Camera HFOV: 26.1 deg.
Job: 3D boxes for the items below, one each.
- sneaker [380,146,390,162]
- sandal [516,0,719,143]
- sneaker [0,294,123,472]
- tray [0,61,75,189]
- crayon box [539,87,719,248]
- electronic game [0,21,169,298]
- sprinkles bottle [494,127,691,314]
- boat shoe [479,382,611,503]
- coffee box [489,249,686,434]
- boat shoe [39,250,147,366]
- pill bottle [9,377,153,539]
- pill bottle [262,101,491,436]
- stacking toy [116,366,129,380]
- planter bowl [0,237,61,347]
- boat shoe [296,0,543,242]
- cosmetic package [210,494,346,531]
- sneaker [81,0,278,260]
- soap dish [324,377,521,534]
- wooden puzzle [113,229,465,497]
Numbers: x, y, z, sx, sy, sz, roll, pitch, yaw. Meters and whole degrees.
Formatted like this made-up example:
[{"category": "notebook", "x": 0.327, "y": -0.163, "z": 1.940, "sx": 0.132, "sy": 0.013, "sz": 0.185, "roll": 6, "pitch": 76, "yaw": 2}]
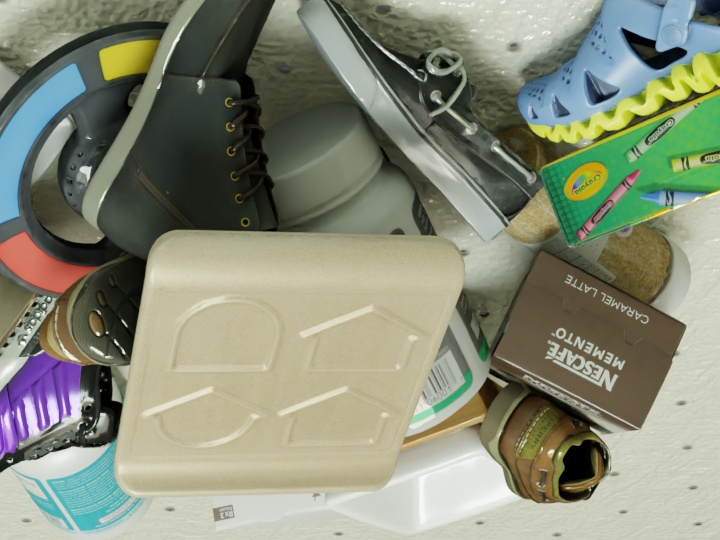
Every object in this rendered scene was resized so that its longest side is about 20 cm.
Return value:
[{"category": "sneaker", "x": 0.005, "y": -0.016, "z": 1.123, "sx": 0.075, "sy": 0.088, "sz": 0.202, "roll": -1, "pitch": 123, "yaw": 10}, {"category": "sandal", "x": 0.174, "y": -0.142, "z": 0.944, "sx": 0.199, "sy": 0.080, "sz": 0.088, "roll": -22, "pitch": 106, "yaw": 39}, {"category": "sneaker", "x": -0.216, "y": 0.100, "z": 1.061, "sx": 0.099, "sy": 0.070, "sz": 0.201, "roll": 35, "pitch": 96, "yaw": -6}, {"category": "tray", "x": -0.277, "y": -0.045, "z": 0.968, "sx": 0.107, "sy": 0.201, "sz": 0.022, "roll": 40, "pitch": 170, "yaw": -29}, {"category": "crayon box", "x": 0.225, "y": -0.083, "z": 0.982, "sx": 0.198, "sy": 0.059, "sz": 0.119, "roll": -23, "pitch": -179, "yaw": 28}, {"category": "electronic game", "x": -0.152, "y": -0.065, "z": 0.982, "sx": 0.198, "sy": 0.042, "sz": 0.202, "roll": -23, "pitch": 137, "yaw": -23}, {"category": "sprinkles bottle", "x": 0.157, "y": -0.028, "z": 1.106, "sx": 0.068, "sy": 0.069, "sz": 0.199, "roll": -26, "pitch": 140, "yaw": 33}, {"category": "boat shoe", "x": 0.147, "y": 0.144, "z": 1.147, "sx": 0.068, "sy": 0.072, "sz": 0.200, "roll": 29, "pitch": 177, "yaw": 28}, {"category": "coffee box", "x": 0.155, "y": 0.057, "z": 1.120, "sx": 0.113, "sy": 0.080, "sz": 0.200, "roll": 26, "pitch": 175, "yaw": 6}, {"category": "boat shoe", "x": -0.126, "y": 0.008, "z": 1.001, "sx": 0.073, "sy": 0.077, "sz": 0.199, "roll": -16, "pitch": -176, "yaw": 41}, {"category": "pill bottle", "x": -0.242, "y": 0.140, "z": 1.302, "sx": 0.109, "sy": 0.112, "sz": 0.201, "roll": -5, "pitch": 147, "yaw": 5}, {"category": "pill bottle", "x": 0.000, "y": 0.000, "z": 1.013, "sx": 0.112, "sy": 0.114, "sz": 0.201, "roll": -16, "pitch": 117, "yaw": 21}, {"category": "stacking toy", "x": -0.120, "y": 0.047, "z": 1.188, "sx": 0.144, "sy": 0.148, "sz": 0.200, "roll": 1, "pitch": 166, "yaw": -5}, {"category": "planter bowl", "x": -0.311, "y": 0.026, "z": 1.073, "sx": 0.134, "sy": 0.201, "sz": 0.200, "roll": 36, "pitch": 138, "yaw": -8}, {"category": "boat shoe", "x": 0.043, "y": -0.105, "z": 0.968, "sx": 0.068, "sy": 0.074, "sz": 0.199, "roll": -42, "pitch": 110, "yaw": 5}, {"category": "cosmetic package", "x": -0.039, "y": 0.171, "z": 1.324, "sx": 0.112, "sy": 0.082, "sz": 0.200, "roll": -14, "pitch": 168, "yaw": 19}, {"category": "sneaker", "x": -0.073, "y": -0.086, "z": 0.914, "sx": 0.106, "sy": 0.075, "sz": 0.201, "roll": 34, "pitch": 108, "yaw": 11}, {"category": "soap dish", "x": 0.059, "y": 0.141, "z": 1.228, "sx": 0.156, "sy": 0.082, "sz": 0.200, "roll": -21, "pitch": 156, "yaw": 17}, {"category": "wooden puzzle", "x": -0.048, "y": 0.052, "z": 0.927, "sx": 0.183, "sy": 0.047, "sz": 0.202, "roll": 1, "pitch": 132, "yaw": -17}]
